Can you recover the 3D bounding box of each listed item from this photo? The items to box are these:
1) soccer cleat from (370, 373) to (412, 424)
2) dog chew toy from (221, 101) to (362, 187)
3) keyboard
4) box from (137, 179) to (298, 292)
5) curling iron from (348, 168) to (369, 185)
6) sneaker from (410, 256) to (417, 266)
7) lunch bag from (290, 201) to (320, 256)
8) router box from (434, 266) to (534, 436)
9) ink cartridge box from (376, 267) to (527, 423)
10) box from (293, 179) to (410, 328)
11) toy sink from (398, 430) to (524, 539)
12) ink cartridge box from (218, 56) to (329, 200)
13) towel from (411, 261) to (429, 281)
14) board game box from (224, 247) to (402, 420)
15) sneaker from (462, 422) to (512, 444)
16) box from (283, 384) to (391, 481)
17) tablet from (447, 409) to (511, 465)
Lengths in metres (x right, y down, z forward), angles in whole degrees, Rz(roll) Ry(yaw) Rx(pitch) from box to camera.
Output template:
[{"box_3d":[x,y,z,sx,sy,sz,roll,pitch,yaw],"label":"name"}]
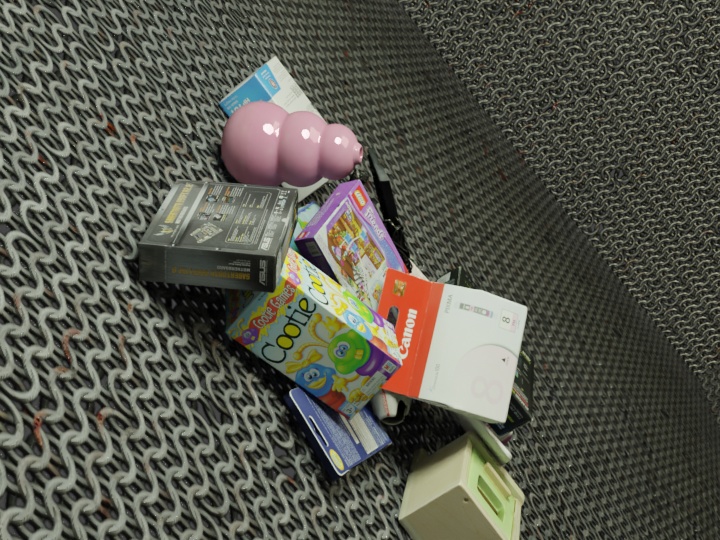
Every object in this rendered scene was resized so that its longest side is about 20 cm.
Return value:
[{"box_3d":[0.043,0.172,1.667,0.200,0.068,0.086,47,33,-77],"label":"soccer cleat"},{"box_3d":[-0.095,-0.174,1.707,0.124,0.197,0.126,6,90,-77],"label":"dog chew toy"},{"box_3d":[0.033,-0.072,1.725,0.201,0.039,0.105,72,-7,-45],"label":"keyboard"},{"box_3d":[-0.162,-0.044,1.411,0.201,0.156,0.049,-81,174,-64],"label":"box"},{"box_3d":[-0.029,-0.073,1.655,0.025,0.050,0.201,28,47,-5],"label":"curling iron"},{"box_3d":[0.016,-0.044,1.975,0.089,0.074,0.200,55,10,30],"label":"sneaker"},{"box_3d":[-0.072,-0.002,1.665,0.162,0.082,0.200,60,20,-1],"label":"lunch bag"},{"box_3d":[0.172,0.116,1.726,0.200,0.062,0.150,50,26,-19],"label":"router box"},{"box_3d":[0.115,0.099,1.587,0.198,0.057,0.165,20,75,-23],"label":"ink cartridge box"},{"box_3d":[0.000,0.000,1.609,0.201,0.039,0.137,61,42,-23],"label":"box"},{"box_3d":[0.143,0.310,1.627,0.131,0.112,0.200,53,19,-9],"label":"toy sink"},{"box_3d":[-0.118,-0.225,1.906,0.201,0.085,0.147,53,19,-11],"label":"ink cartridge box"},{"box_3d":[0.082,0.079,1.864,0.191,0.032,0.201,43,38,-12],"label":"towel"},{"box_3d":[-0.059,0.071,1.475,0.199,0.103,0.105,37,17,-21],"label":"board game box"},{"box_3d":[0.185,0.221,1.884,0.089,0.080,0.201,53,-11,27],"label":"sneaker"},{"box_3d":[-0.032,0.193,1.514,0.122,0.032,0.200,58,17,8],"label":"box"},{"box_3d":[0.136,0.193,1.681,0.200,0.014,0.130,49,-9,10],"label":"tablet"}]
